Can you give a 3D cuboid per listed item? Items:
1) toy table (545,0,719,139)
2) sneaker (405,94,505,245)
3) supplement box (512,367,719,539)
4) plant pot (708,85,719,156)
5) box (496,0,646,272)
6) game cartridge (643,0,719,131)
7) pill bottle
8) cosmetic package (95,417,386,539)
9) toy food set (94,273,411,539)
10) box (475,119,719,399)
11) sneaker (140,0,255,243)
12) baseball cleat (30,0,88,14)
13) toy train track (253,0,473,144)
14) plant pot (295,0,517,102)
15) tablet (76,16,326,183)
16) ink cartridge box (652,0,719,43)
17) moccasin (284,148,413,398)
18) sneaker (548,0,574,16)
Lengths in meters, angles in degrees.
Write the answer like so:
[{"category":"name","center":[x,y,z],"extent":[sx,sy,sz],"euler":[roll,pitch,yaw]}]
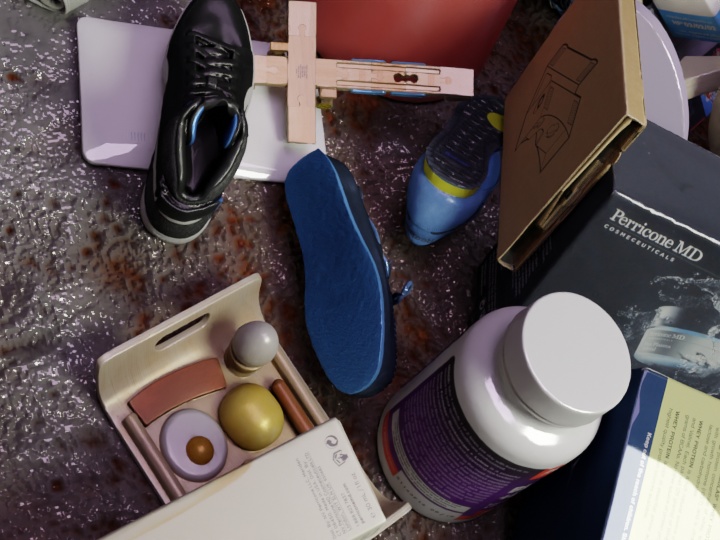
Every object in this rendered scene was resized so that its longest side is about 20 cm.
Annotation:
[{"category":"toy table","center":[0.223,-0.151,1.109],"extent":[0.181,0.203,0.117],"euler":[14,33,19]},{"category":"sneaker","center":[0.086,-0.084,1.076],"extent":[0.065,0.079,0.200],"euler":[32,36,8]},{"category":"supplement box","center":[0.224,0.200,0.912],"extent":[0.197,0.134,0.203],"euler":[22,76,-14]},{"category":"plant pot","center":[0.403,-0.084,1.019],"extent":[0.185,0.189,0.201],"euler":[5,35,-24]},{"category":"box","center":[0.153,-0.119,0.966],"extent":[0.021,0.164,0.202],"euler":[23,43,-16]},{"category":"game cartridge","center":[0.312,-0.211,1.227],"extent":[0.199,0.038,0.131],"euler":[-38,113,-35]},{"category":"pill bottle","center":[0.098,0.094,0.895],"extent":[0.110,0.200,0.113],"euler":[11,60,-20]},{"category":"cosmetic package","center":[-0.090,0.171,0.784],"extent":[0.198,0.105,0.072],"euler":[-25,78,-14]},{"category":"toy food set","center":[-0.071,0.115,0.886],"extent":[0.143,0.060,0.201],"euler":[-29,79,-35]},{"category":"box","center":[0.215,0.011,0.983],"extent":[0.194,0.201,0.118],"euler":[24,40,-12]},{"category":"sneaker","center":[-0.104,-0.126,0.941],"extent":[0.072,0.112,0.203],"euler":[13,72,-18]},{"category":"baseball cleat","center":[-0.195,-0.242,1.016],"extent":[0.197,0.070,0.108],"euler":[7,68,-12]},{"category":"toy train track","center":[-0.008,-0.153,1.046],"extent":[0.196,0.033,0.117],"euler":[2,80,-9]},{"category":"plant pot","center":[0.060,-0.271,1.081],"extent":[0.198,0.177,0.203],"euler":[12,59,-20]},{"category":"tablet","center":[-0.123,-0.133,1.019],"extent":[0.197,0.014,0.132],"euler":[4,63,-25]},{"category":"ink cartridge box","center":[0.281,-0.303,1.102],"extent":[0.116,0.067,0.200],"euler":[-55,131,-11]},{"category":"moccasin","center":[0.000,0.000,0.968],"extent":[0.068,0.080,0.203],"euler":[28,46,-51]},{"category":"sneaker","center":[0.165,-0.275,1.213],"extent":[0.090,0.079,0.201],"euler":[-36,80,-16]}]
